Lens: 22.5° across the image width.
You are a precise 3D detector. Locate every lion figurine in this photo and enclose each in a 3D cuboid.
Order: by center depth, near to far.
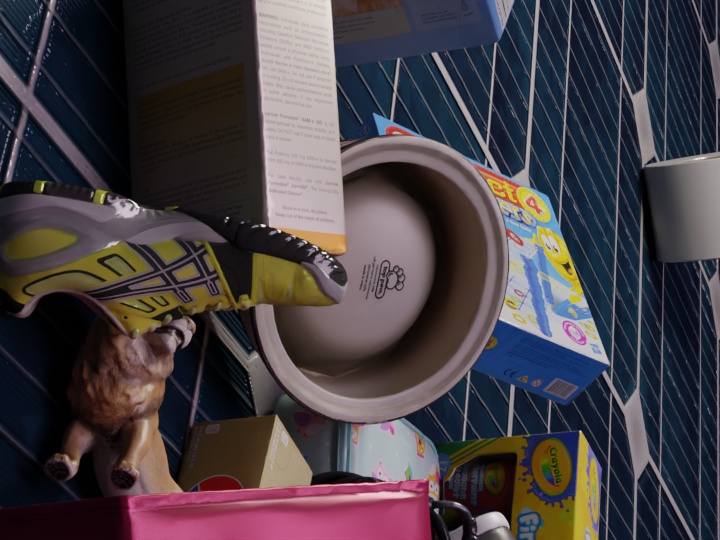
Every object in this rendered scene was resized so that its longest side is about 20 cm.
[{"bbox_3d":[-0.130,0.118,1.053,0.123,0.072,0.201,-75,165,-59],"label":"lion figurine"}]

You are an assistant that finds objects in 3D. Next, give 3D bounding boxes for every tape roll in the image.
[{"bbox_3d":[0.508,-0.094,2.557,0.203,0.202,0.140,-18,100,-68],"label":"tape roll"}]

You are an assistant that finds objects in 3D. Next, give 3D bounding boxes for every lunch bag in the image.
[{"bbox_3d":[0.001,0.184,1.330,0.200,0.077,0.161,43,44,-58],"label":"lunch bag"}]

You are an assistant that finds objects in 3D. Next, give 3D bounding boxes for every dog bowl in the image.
[{"bbox_3d":[0.000,0.000,1.238,0.199,0.074,0.201,-8,107,-28],"label":"dog bowl"}]

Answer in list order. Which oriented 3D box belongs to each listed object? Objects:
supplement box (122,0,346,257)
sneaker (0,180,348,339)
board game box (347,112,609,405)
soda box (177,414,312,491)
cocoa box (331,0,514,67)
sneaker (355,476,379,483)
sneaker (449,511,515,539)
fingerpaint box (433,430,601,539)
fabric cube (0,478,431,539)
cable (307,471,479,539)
[{"bbox_3d":[-0.080,-0.101,1.130,0.073,0.126,0.201,5,79,-46],"label":"supplement box"},{"bbox_3d":[-0.107,0.002,1.005,0.075,0.199,0.077,171,-71,-80],"label":"sneaker"},{"bbox_3d":[0.086,-0.009,1.441,0.199,0.056,0.196,22,36,-33],"label":"board game box"},{"bbox_3d":[-0.086,0.190,1.126,0.068,0.064,0.201,63,28,-42],"label":"soda box"},{"bbox_3d":[0.004,-0.235,1.306,0.131,0.199,0.134,-68,145,-51],"label":"cocoa box"},{"bbox_3d":[-0.015,0.230,1.154,0.201,0.082,0.070,-62,-166,5],"label":"sneaker"},{"bbox_3d":[0.042,0.261,1.236,0.099,0.200,0.071,54,2,28],"label":"sneaker"},{"bbox_3d":[0.103,0.237,1.456,0.073,0.166,0.201,57,34,-49],"label":"fingerpaint box"},{"bbox_3d":[-0.089,0.207,0.856,0.196,0.200,0.200,5,78,-44],"label":"fabric cube"},{"bbox_3d":[-0.002,0.237,1.193,0.051,0.162,0.201,-12,106,-73],"label":"cable"}]
